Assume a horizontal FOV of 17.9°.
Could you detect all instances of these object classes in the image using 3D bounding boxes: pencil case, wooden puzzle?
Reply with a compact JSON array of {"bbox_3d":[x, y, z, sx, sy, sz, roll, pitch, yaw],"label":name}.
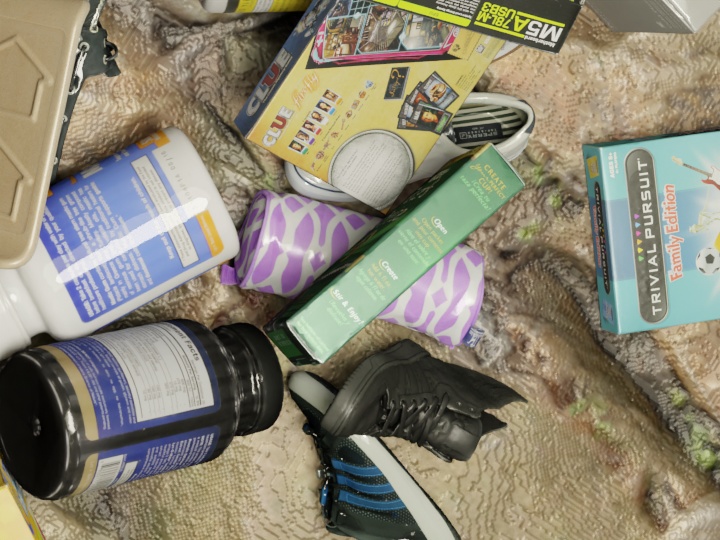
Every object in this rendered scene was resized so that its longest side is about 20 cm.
[{"bbox_3d":[0.000,0.000,1.762,0.199,0.084,0.086,18,135,-13],"label":"pencil case"},{"bbox_3d":[-0.284,-0.113,1.661,0.185,0.046,0.201,15,90,30],"label":"wooden puzzle"}]

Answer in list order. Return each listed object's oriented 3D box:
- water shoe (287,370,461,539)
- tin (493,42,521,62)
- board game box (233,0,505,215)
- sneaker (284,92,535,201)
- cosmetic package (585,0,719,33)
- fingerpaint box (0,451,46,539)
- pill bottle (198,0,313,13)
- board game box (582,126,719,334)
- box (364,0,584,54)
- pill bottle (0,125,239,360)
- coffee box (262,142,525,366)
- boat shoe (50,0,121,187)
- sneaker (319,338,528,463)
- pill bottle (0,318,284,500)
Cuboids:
[{"bbox_3d":[-0.003,0.169,1.780,0.079,0.072,0.200,-40,101,-1],"label":"water shoe"},{"bbox_3d":[0.049,-0.178,1.734,0.199,0.112,0.042,-20,74,-9],"label":"tin"},{"bbox_3d":[0.018,-0.155,1.659,0.135,0.035,0.200,28,104,-29],"label":"board game box"},{"bbox_3d":[0.039,-0.105,1.753,0.199,0.071,0.073,-14,75,-16],"label":"sneaker"},{"bbox_3d":[0.214,-0.242,1.722,0.107,0.200,0.090,45,83,-10],"label":"cosmetic package"},{"bbox_3d":[-0.258,0.223,1.661,0.073,0.200,0.167,-26,101,-8],"label":"fingerpaint box"},{"bbox_3d":[-0.023,-0.250,1.711,0.199,0.111,0.112,-2,96,-12],"label":"pill bottle"},{"bbox_3d":[0.287,-0.039,1.836,0.199,0.047,0.152,-9,97,-12],"label":"board game box"},{"bbox_3d":[0.088,-0.260,1.568,0.199,0.048,0.194,12,123,-24],"label":"box"},{"bbox_3d":[-0.200,-0.016,1.695,0.199,0.112,0.112,-28,101,-9],"label":"pill bottle"},{"bbox_3d":[0.022,-0.010,1.660,0.200,0.123,0.044,-41,95,-10],"label":"coffee box"},{"bbox_3d":[-0.212,-0.151,1.698,0.066,0.074,0.200,25,90,-16],"label":"boat shoe"},{"bbox_3d":[0.050,0.106,1.743,0.104,0.200,0.060,37,112,10],"label":"sneaker"},{"bbox_3d":[-0.160,0.097,1.691,0.199,0.112,0.112,-11,99,-37],"label":"pill bottle"}]
